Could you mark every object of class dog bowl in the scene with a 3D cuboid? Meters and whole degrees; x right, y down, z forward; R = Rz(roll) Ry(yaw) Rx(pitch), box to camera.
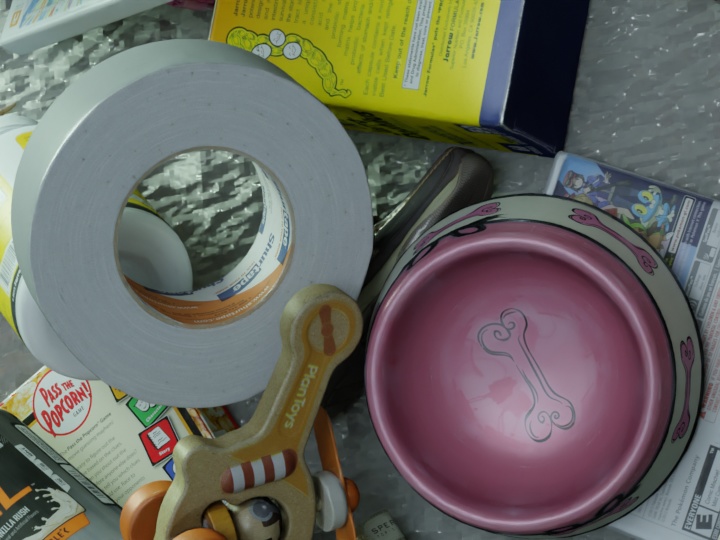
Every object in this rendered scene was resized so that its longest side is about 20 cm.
[{"bbox_3d":[0.091,0.059,1.324,0.199,0.074,0.201,1,95,14],"label":"dog bowl"}]

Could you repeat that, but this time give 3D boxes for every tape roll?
[{"bbox_3d":[-0.095,-0.027,1.335,0.201,0.200,0.066,-61,23,6],"label":"tape roll"}]

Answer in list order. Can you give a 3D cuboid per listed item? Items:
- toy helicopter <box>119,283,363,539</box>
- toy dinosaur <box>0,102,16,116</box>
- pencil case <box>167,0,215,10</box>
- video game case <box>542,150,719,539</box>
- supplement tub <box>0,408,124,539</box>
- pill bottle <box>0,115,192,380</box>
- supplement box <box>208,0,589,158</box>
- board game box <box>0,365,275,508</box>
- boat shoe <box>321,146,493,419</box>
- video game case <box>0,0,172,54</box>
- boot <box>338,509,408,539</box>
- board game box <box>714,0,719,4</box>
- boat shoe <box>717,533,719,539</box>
[{"bbox_3d":[-0.042,0.104,1.330,0.079,0.132,0.201,40,111,57],"label":"toy helicopter"},{"bbox_3d":[-0.289,-0.016,1.552,0.060,0.106,0.201,6,92,32],"label":"toy dinosaur"},{"bbox_3d":[-0.079,-0.256,1.484,0.094,0.091,0.201,36,101,29],"label":"pencil case"},{"bbox_3d":[0.165,0.051,1.370,0.181,0.023,0.201,20,92,25],"label":"video game case"},{"bbox_3d":[-0.212,0.164,1.419,0.200,0.122,0.123,36,98,24],"label":"supplement tub"},{"bbox_3d":[-0.189,-0.023,1.458,0.112,0.112,0.200,-56,36,8],"label":"pill bottle"},{"bbox_3d":[0.022,-0.140,1.411,0.199,0.109,0.110,9,87,25],"label":"supplement box"},{"bbox_3d":[-0.142,0.139,1.482,0.151,0.046,0.200,-39,70,15],"label":"board game box"},{"bbox_3d":[0.000,0.000,1.423,0.073,0.074,0.200,42,99,23],"label":"boat shoe"},{"bbox_3d":[-0.149,-0.236,1.473,0.200,0.022,0.183,-9,61,54],"label":"video game case"},{"bbox_3d":[0.057,0.198,1.373,0.200,0.072,0.155,-43,67,17],"label":"boot"},{"bbox_3d":[0.147,-0.258,1.373,0.200,0.103,0.105,37,99,23],"label":"board game box"},{"bbox_3d":[0.244,0.136,1.295,0.067,0.072,0.201,29,94,29],"label":"boat shoe"}]
